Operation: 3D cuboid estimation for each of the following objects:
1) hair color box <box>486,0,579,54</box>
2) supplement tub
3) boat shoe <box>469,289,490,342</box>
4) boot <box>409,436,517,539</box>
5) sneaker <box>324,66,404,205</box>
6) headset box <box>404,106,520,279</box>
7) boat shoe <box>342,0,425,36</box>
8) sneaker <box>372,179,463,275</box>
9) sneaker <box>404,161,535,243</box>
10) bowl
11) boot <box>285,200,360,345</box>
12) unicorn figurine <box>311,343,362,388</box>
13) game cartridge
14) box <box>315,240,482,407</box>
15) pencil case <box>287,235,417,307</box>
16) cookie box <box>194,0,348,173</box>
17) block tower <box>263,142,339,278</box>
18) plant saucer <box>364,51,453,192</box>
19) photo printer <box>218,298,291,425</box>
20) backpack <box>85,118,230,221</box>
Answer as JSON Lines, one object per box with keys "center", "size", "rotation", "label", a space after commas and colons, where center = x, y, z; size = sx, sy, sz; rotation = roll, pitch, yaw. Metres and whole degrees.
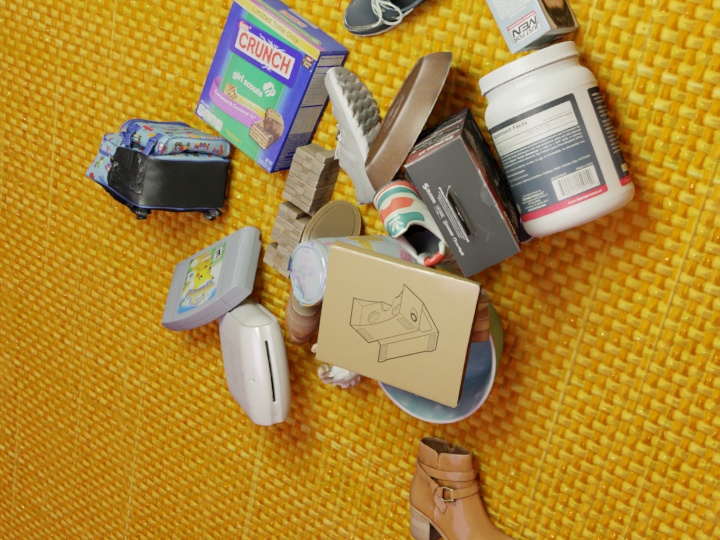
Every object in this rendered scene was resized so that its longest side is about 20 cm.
{"center": [0.179, -0.365, 1.188], "size": [0.060, 0.099, 0.202], "rotation": [-26, 88, 35], "label": "hair color box"}
{"center": [0.232, -0.154, 1.187], "size": [0.139, 0.140, 0.202], "rotation": [-19, 92, 36], "label": "supplement tub"}
{"center": [0.077, 0.073, 1.272], "size": [0.198, 0.075, 0.073], "rotation": [-9, 100, 37], "label": "boat shoe"}
{"center": [0.155, 0.333, 1.423], "size": [0.198, 0.073, 0.157], "rotation": [12, 106, 29], "label": "boot"}
{"center": [-0.013, -0.183, 1.386], "size": [0.081, 0.074, 0.202], "rotation": [-19, 93, 35], "label": "sneaker"}
{"center": [0.124, -0.093, 1.166], "size": [0.077, 0.200, 0.150], "rotation": [-26, 104, 18], "label": "headset box"}
{"center": [0.047, -0.363, 1.302], "size": [0.198, 0.062, 0.076], "rotation": [-15, 97, 37], "label": "boat shoe"}
{"center": [0.094, -0.028, 1.248], "size": [0.070, 0.199, 0.094], "rotation": [-36, 40, 23], "label": "sneaker"}
{"center": [0.142, -0.093, 1.306], "size": [0.199, 0.079, 0.079], "rotation": [33, 119, 21], "label": "sneaker"}
{"center": [0.117, 0.095, 1.359], "size": [0.199, 0.105, 0.204], "rotation": [11, 110, 32], "label": "bowl"}
{"center": [-0.064, 0.007, 1.460], "size": [0.073, 0.202, 0.155], "rotation": [24, 158, 2], "label": "boot"}
{"center": [-0.013, 0.126, 1.455], "size": [0.198, 0.137, 0.075], "rotation": [-25, 61, 23], "label": "unicorn figurine"}
{"center": [-0.240, 0.020, 1.576], "size": [0.199, 0.040, 0.135], "rotation": [-25, 47, 36], "label": "game cartridge"}
{"center": [0.043, 0.065, 1.235], "size": [0.198, 0.021, 0.166], "rotation": [17, 114, 20], "label": "box"}
{"center": [0.000, 0.000, 1.351], "size": [0.083, 0.198, 0.092], "rotation": [28, 117, 46], "label": "pencil case"}
{"center": [-0.133, -0.274, 1.443], "size": [0.171, 0.075, 0.202], "rotation": [38, 121, 21], "label": "cookie box"}
{"center": [-0.086, -0.093, 1.475], "size": [0.057, 0.054, 0.202], "rotation": [32, 119, 22], "label": "block tower"}
{"center": [0.055, -0.195, 1.266], "size": [0.034, 0.201, 0.201], "rotation": [27, 122, -7], "label": "plant saucer"}
{"center": [-0.161, 0.138, 1.525], "size": [0.200, 0.069, 0.169], "rotation": [-155, 57, -67], "label": "photo printer"}
{"center": [-0.322, -0.167, 1.549], "size": [0.199, 0.181, 0.136], "rotation": [25, 108, 39], "label": "backpack"}
